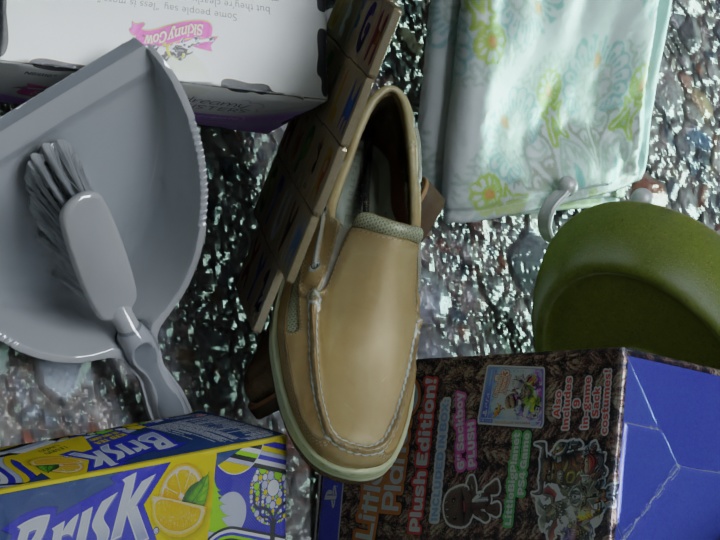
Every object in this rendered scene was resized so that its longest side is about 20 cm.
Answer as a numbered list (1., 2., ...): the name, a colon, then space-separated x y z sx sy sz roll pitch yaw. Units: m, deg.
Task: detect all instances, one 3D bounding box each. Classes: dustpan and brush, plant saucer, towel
1. dustpan and brush: -0.116 0.009 1.262 0.139 0.057 0.200 -33 138 -15
2. plant saucer: 0.160 0.060 1.443 0.031 0.200 0.201 -34 101 -36
3. towel: 0.105 -0.128 1.505 0.171 0.048 0.201 -9 109 -48

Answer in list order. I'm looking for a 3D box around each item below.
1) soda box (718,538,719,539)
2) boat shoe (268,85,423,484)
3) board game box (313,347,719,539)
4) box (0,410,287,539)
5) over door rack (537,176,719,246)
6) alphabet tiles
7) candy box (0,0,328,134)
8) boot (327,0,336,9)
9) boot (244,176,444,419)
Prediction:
1. soda box: 0.205 0.144 1.261 0.200 0.064 0.068 -28 95 -42
2. boat shoe: 0.000 0.000 1.283 0.071 0.076 0.201 11 55 -20
3. board game box: 0.103 0.101 1.356 0.159 0.200 0.097 14 77 -43
4. box: -0.123 0.113 1.214 0.200 0.064 0.070 -7 102 -46
5. over door rack: 0.208 0.011 1.518 0.200 0.148 0.067 34 81 -45
6. alphabet tiles: -0.018 -0.073 1.305 0.006 0.166 0.201 20 99 -11
7. candy box: -0.104 -0.175 1.299 0.167 0.071 0.201 6 76 -27
8. boot: -0.053 -0.234 1.428 0.165 0.066 0.201 -22 88 -49
9. boot: -0.025 -0.004 1.368 0.076 0.073 0.200 51 37 -18
